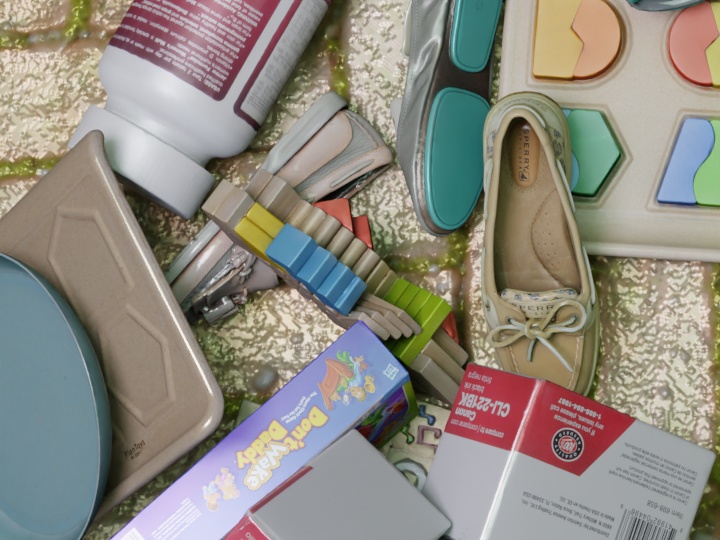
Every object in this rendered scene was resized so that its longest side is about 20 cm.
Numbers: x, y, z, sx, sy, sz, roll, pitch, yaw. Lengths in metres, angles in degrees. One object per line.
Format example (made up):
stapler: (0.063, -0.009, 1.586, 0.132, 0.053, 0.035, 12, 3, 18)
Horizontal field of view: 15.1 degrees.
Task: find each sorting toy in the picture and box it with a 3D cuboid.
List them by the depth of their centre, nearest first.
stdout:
sorting toy: (-0.163, 0.039, 1.664, 0.036, 0.185, 0.200, -13, 73, -40)
sorting toy: (0.178, -0.107, 1.697, 0.184, 0.036, 0.201, 4, 82, 8)

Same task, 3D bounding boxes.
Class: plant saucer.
plant saucer: (-0.212, 0.083, 1.669, 0.200, 0.027, 0.201, 15, 111, 45)

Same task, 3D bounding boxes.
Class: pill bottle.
pill bottle: (-0.096, -0.141, 1.700, 0.109, 0.110, 0.200, 29, 86, 11)

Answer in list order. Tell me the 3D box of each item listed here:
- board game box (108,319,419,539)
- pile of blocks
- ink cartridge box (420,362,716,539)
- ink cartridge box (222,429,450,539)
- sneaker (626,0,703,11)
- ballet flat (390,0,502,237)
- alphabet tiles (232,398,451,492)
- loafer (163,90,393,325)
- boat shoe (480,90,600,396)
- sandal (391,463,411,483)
board game box: (-0.055, 0.123, 1.628, 0.200, 0.134, 0.045, -41, 78, -5)
pile of blocks: (0.000, 0.000, 1.651, 0.200, 0.082, 0.062, 39, 80, -16)
ink cartridge box: (0.105, 0.174, 1.607, 0.144, 0.084, 0.201, 24, 83, -31)
ink cartridge box: (-0.060, 0.203, 1.554, 0.083, 0.145, 0.200, 44, 119, 7)
sneaker: (0.158, -0.219, 1.671, 0.199, 0.121, 0.084, 14, 127, 9)
ballet flat: (0.050, -0.118, 1.708, 0.064, 0.067, 0.201, 1, 79, 45)
alphabet tiles: (0.003, 0.157, 1.696, 0.199, 0.006, 0.167, 17, 85, 9)
loafer: (-0.061, -0.021, 1.701, 0.063, 0.072, 0.200, 40, 85, 4)
boat shoe: (0.104, -0.007, 1.657, 0.073, 0.063, 0.201, -8, 100, 9)
sandal: (-0.017, 0.199, 1.649, 0.075, 0.048, 0.201, 31, 113, 10)
